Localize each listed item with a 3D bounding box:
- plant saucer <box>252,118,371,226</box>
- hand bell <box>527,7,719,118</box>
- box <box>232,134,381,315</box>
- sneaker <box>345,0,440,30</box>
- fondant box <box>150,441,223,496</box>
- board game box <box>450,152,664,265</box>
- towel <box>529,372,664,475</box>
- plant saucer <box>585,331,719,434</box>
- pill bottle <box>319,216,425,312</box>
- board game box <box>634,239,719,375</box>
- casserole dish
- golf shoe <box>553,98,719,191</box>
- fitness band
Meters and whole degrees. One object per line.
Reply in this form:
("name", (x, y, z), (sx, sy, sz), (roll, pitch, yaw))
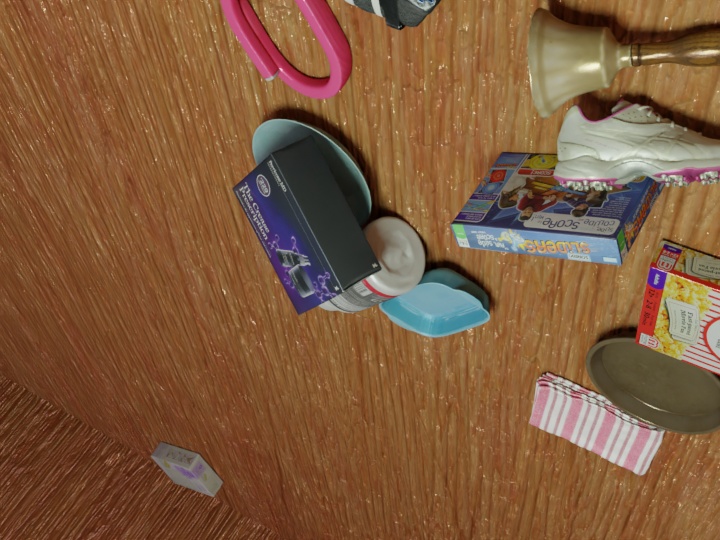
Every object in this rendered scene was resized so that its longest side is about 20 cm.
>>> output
("plant saucer", (-0.061, -0.143, 1.281), (0.198, 0.039, 0.203), (25, 148, 17))
("hand bell", (0.264, -0.202, 0.844), (0.196, 0.105, 0.105), (0, 136, 27))
("box", (-0.075, -0.058, 1.235), (0.141, 0.078, 0.202), (-27, 91, 54))
("sneaker", (0.048, -0.322, 0.898), (0.111, 0.074, 0.201), (29, 157, 6))
("fondant box", (-0.531, 0.607, 2.783), (0.197, 0.059, 0.145), (4, 137, 41))
("board game box", (0.214, -0.073, 0.997), (0.197, 0.136, 0.035), (9, 137, 39))
("towel", (0.355, 0.239, 1.390), (0.197, 0.030, 0.148), (24, 148, 20))
("plant saucer", (0.398, 0.147, 1.213), (0.197, 0.030, 0.201), (26, 150, 16))
("pill bottle", (0.000, 0.000, 1.342), (0.111, 0.111, 0.199), (44, 149, -14))
("board game box", (0.427, 0.060, 1.050), (0.197, 0.047, 0.153), (21, 147, 25))
("casserole dish", (0.111, 0.046, 1.345), (0.120, 0.039, 0.199), (31, 152, -20))
("golf shoe", (0.291, -0.128, 0.904), (0.196, 0.094, 0.075), (0, 176, 15))
("fitness band", (-0.091, -0.293, 1.106), (0.142, 0.038, 0.201), (1, 136, 44))
